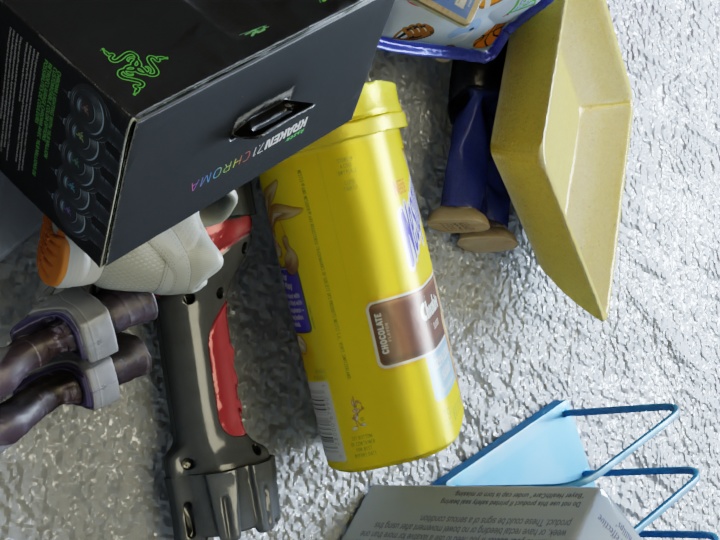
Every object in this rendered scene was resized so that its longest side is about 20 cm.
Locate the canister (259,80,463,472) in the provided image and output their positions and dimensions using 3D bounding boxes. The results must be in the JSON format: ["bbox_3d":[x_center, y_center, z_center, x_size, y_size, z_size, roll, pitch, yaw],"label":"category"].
[{"bbox_3d":[0.000,0.000,0.804,0.149,0.086,0.202,-48,125,-81],"label":"canister"}]

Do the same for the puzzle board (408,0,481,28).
[{"bbox_3d":[0.028,-0.246,0.737,0.150,0.017,0.202,26,77,-7],"label":"puzzle board"}]

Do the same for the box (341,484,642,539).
[{"bbox_3d":[0.053,0.228,0.777,0.105,0.183,0.201,50,55,-26],"label":"box"}]

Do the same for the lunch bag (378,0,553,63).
[{"bbox_3d":[0.012,-0.220,0.830,0.199,0.124,0.171,-5,61,-49],"label":"lunch bag"}]

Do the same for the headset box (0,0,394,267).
[{"bbox_3d":[-0.106,-0.119,0.642,0.200,0.093,0.174,42,49,17],"label":"headset box"}]

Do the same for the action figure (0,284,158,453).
[{"bbox_3d":[-0.184,0.069,0.653,0.199,0.069,0.131,-34,136,-41],"label":"action figure"}]

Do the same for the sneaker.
[{"bbox_3d":[-0.108,-0.061,0.713,0.091,0.076,0.202,15,46,-20],"label":"sneaker"}]

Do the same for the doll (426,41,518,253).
[{"bbox_3d":[0.082,-0.121,0.949,0.136,0.048,0.202,28,62,-51],"label":"doll"}]

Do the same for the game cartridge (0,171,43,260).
[{"bbox_3d":[-0.239,-0.079,0.666,0.133,0.041,0.201,-46,113,-41],"label":"game cartridge"}]

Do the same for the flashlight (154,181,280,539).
[{"bbox_3d":[-0.079,0.044,0.771,0.068,0.067,0.203,-14,95,-75],"label":"flashlight"}]

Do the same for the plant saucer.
[{"bbox_3d":[0.137,-0.098,0.952,0.200,0.048,0.202,57,38,-51],"label":"plant saucer"}]

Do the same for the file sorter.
[{"bbox_3d":[0.163,0.201,0.921,0.138,0.122,0.202,-26,99,-42],"label":"file sorter"}]
